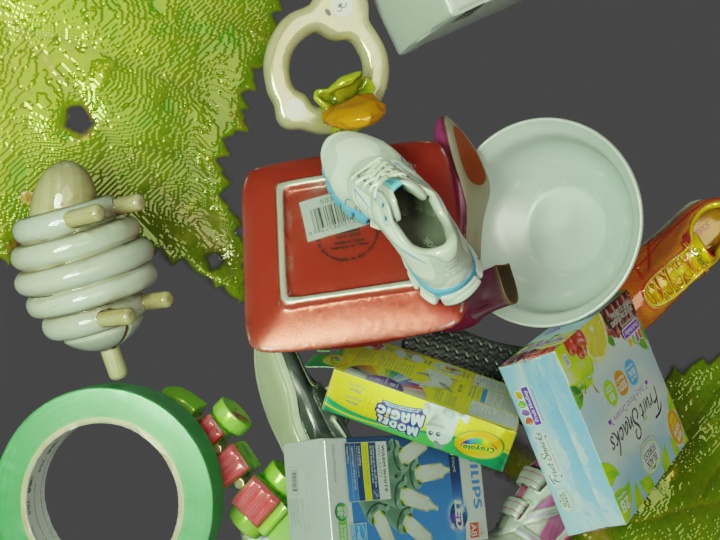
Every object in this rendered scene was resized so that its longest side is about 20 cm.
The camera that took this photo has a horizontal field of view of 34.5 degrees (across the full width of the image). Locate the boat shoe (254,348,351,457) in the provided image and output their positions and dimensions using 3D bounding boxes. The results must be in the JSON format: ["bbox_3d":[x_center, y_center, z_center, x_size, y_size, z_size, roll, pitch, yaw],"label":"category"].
[{"bbox_3d":[-0.046,0.140,1.099,0.067,0.072,0.201,-19,79,-30],"label":"boat shoe"}]

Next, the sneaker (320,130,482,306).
[{"bbox_3d":[0.030,-0.064,0.979,0.075,0.087,0.200,-39,60,-8],"label":"sneaker"}]

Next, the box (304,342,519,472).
[{"bbox_3d":[0.049,0.116,1.077,0.199,0.117,0.049,20,106,7],"label":"box"}]

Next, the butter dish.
[{"bbox_3d":[0.000,0.000,1.084,0.198,0.148,0.201,-9,61,7],"label":"butter dish"}]

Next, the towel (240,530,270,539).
[{"bbox_3d":[-0.014,0.322,1.112,0.170,0.048,0.202,-12,90,-15],"label":"towel"}]

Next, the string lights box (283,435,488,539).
[{"bbox_3d":[0.026,0.202,1.051,0.199,0.059,0.104,5,75,-43],"label":"string lights box"}]

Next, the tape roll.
[{"bbox_3d":[-0.222,0.202,1.028,0.199,0.048,0.202,0,90,6],"label":"tape roll"}]

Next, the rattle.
[{"bbox_3d":[-0.027,-0.232,1.090,0.129,0.143,0.202,7,92,4],"label":"rattle"}]

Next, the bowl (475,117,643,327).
[{"bbox_3d":[0.192,-0.044,1.139,0.200,0.090,0.203,-2,86,30],"label":"bowl"}]

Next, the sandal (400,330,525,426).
[{"bbox_3d":[0.135,0.105,1.168,0.199,0.045,0.076,24,76,2],"label":"sandal"}]

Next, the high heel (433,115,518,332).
[{"bbox_3d":[0.080,-0.044,1.117,0.067,0.096,0.202,9,64,-54],"label":"high heel"}]

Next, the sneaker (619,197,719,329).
[{"bbox_3d":[0.318,-0.005,1.198,0.073,0.077,0.200,43,81,-10],"label":"sneaker"}]

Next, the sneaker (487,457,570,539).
[{"bbox_3d":[0.177,0.234,1.154,0.199,0.081,0.089,-25,92,-23],"label":"sneaker"}]

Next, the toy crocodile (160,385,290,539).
[{"bbox_3d":[-0.114,0.183,1.064,0.067,0.062,0.200,-43,80,7],"label":"toy crocodile"}]

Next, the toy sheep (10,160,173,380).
[{"bbox_3d":[-0.240,0.002,1.025,0.137,0.138,0.202,-14,96,-15],"label":"toy sheep"}]

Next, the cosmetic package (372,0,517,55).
[{"bbox_3d":[0.086,-0.342,1.107,0.164,0.165,0.201,-27,95,-14],"label":"cosmetic package"}]

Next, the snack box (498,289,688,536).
[{"bbox_3d":[0.227,0.129,1.098,0.200,0.067,0.170,-25,93,-54],"label":"snack box"}]
